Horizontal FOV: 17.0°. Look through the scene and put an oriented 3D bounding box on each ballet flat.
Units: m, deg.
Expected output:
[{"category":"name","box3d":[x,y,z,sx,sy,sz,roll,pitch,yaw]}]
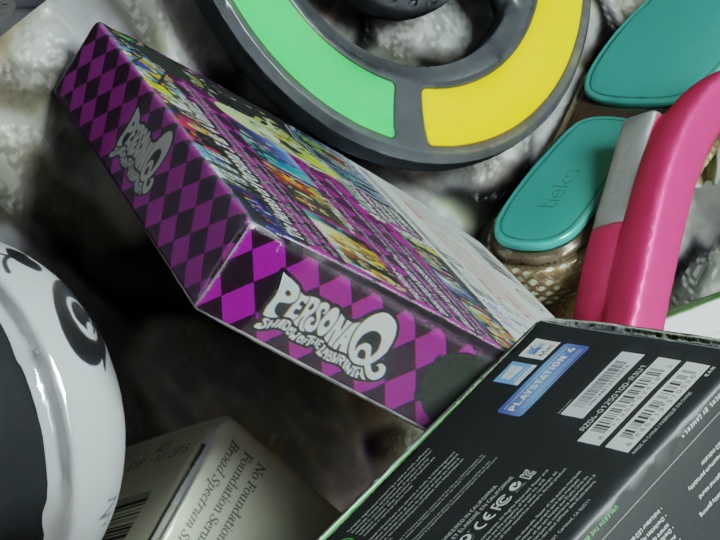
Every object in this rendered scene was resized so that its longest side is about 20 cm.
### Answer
[{"category":"ballet flat","box3d":[0.113,-0.046,0.974,0.200,0.070,0.065,-49,134,-32]}]

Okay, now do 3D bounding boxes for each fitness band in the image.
[{"category":"fitness band","box3d":[0.149,0.016,0.912,0.143,0.037,0.201,31,62,-27]}]

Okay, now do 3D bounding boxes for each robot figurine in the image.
[{"category":"robot figurine","box3d":[-0.158,0.055,0.685,0.199,0.125,0.151,-14,84,-46]}]

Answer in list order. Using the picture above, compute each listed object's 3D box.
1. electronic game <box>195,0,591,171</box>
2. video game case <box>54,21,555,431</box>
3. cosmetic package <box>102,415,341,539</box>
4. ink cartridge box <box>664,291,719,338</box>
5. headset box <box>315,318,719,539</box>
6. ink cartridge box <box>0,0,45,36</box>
[{"category":"electronic game","box3d":[0.010,-0.135,0.921,0.199,0.042,0.201,12,68,-34]},{"category":"video game case","box3d":[0.000,0.000,0.795,0.181,0.200,0.036,30,100,-28]},{"category":"cosmetic package","box3d":[-0.014,0.152,0.806,0.200,0.071,0.105,41,57,-21]},{"category":"ink cartridge box","box3d":[0.147,0.063,0.960,0.199,0.059,0.104,-18,89,-39]},{"category":"headset box","box3d":[0.070,0.147,0.679,0.174,0.093,0.200,-44,116,-24]},{"category":"ink cartridge box","box3d":[-0.151,-0.138,0.706,0.199,0.198,0.044,13,66,-33]}]
